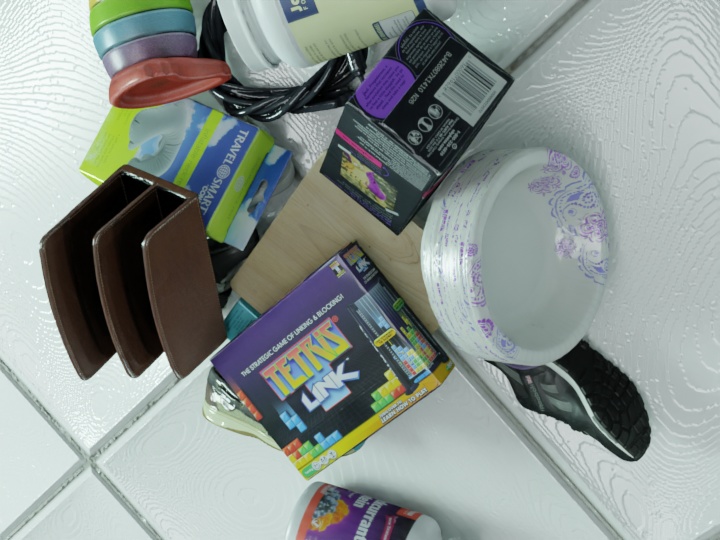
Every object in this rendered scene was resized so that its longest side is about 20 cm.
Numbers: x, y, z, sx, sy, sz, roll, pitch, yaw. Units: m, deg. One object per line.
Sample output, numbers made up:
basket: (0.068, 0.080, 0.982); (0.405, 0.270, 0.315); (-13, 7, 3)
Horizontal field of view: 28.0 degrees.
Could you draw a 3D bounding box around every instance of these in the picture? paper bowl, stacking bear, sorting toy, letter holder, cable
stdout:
paper bowl: (0.136, -0.014, 1.360); (0.104, 0.200, 0.202); (4, 115, 46)
stacking bear: (-0.222, -0.274, 1.448); (0.113, 0.121, 0.201); (-18, 84, 41)
sorting toy: (0.000, 0.000, 1.497); (0.200, 0.070, 0.199); (40, 119, 3)
letter holder: (-0.228, 0.023, 1.452); (0.100, 0.142, 0.201); (22, 139, 28)
cable: (-0.087, -0.235, 1.450); (0.199, 0.051, 0.164); (-3, 110, 26)

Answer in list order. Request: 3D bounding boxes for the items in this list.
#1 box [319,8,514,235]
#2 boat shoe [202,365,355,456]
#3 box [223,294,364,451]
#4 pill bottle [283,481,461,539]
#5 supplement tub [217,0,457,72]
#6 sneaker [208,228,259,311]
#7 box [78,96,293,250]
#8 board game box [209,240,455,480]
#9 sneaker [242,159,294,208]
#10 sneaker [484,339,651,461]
box: (0.047, -0.131, 1.333); (0.106, 0.122, 0.200); (38, 164, 1)
boat shoe: (-0.089, 0.153, 1.604); (0.200, 0.072, 0.066); (13, 121, 24)
box: (-0.052, 0.097, 1.557); (0.200, 0.082, 0.049); (40, 121, 3)
pill bottle: (0.023, 0.314, 1.598); (0.199, 0.111, 0.112); (15, 117, 17)
supplement tub: (-0.024, -0.271, 1.325); (0.199, 0.145, 0.146); (-17, 104, 12)
sneaker: (-0.167, 0.017, 1.585); (0.200, 0.074, 0.089); (-29, 100, 40)
box: (-0.183, -0.113, 1.497); (0.199, 0.048, 0.122); (24, 83, 25)
board game box: (-0.030, 0.094, 1.470); (0.200, 0.057, 0.166); (-39, 93, 28)
sneaker: (-0.156, -0.077, 1.550); (0.199, 0.082, 0.074); (-14, 64, 14)
sneaker: (0.207, 0.120, 1.468); (0.200, 0.076, 0.088); (47, 137, 4)
